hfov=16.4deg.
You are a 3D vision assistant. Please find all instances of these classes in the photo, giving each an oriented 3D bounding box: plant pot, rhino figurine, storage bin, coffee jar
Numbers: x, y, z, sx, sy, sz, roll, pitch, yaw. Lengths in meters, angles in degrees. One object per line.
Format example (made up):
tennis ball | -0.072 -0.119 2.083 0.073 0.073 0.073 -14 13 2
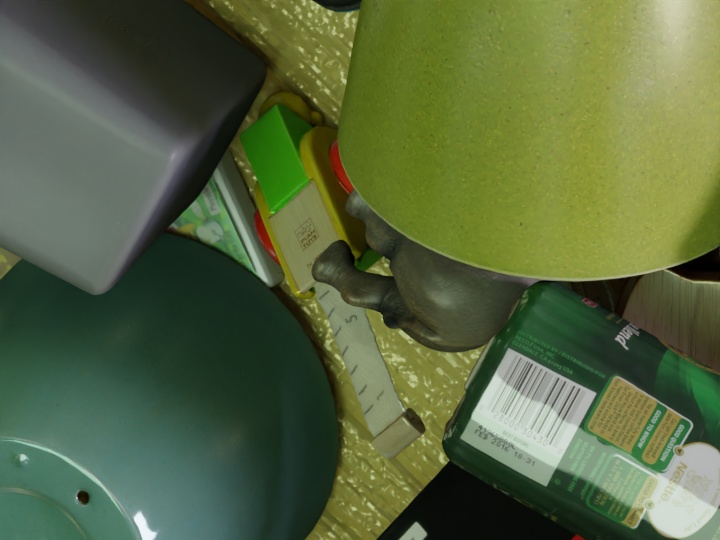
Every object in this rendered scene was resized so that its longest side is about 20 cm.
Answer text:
plant pot | 0.085 -0.133 0.990 0.186 0.187 0.201 16 131 17
plant pot | -0.128 0.101 1.173 0.199 0.161 0.202 6 112 15
rhino figurine | 0.079 -0.036 1.084 0.087 0.200 0.060 41 156 27
storage bin | -0.135 -0.068 1.116 0.134 0.200 0.146 33 112 2
coffee jar | 0.136 0.085 0.992 0.199 0.104 0.086 30 92 7

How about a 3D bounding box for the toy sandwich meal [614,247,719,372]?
toy sandwich meal | 0.199 0.043 1.050 0.204 0.070 0.206 6 108 20

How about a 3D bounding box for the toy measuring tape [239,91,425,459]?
toy measuring tape | 0.000 0.000 1.144 0.073 0.073 0.201 -39 58 25

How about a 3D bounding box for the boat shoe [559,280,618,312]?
boat shoe | 0.115 0.054 1.141 0.076 0.072 0.201 -12 90 -11

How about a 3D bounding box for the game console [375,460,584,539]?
game console | 0.055 0.179 1.068 0.200 0.031 0.177 -47 52 3

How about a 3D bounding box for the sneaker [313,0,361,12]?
sneaker | -0.029 -0.201 1.037 0.073 0.082 0.201 -5 109 18

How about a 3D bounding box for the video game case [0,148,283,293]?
video game case | -0.154 -0.052 1.237 0.181 0.022 0.201 -23 94 25
